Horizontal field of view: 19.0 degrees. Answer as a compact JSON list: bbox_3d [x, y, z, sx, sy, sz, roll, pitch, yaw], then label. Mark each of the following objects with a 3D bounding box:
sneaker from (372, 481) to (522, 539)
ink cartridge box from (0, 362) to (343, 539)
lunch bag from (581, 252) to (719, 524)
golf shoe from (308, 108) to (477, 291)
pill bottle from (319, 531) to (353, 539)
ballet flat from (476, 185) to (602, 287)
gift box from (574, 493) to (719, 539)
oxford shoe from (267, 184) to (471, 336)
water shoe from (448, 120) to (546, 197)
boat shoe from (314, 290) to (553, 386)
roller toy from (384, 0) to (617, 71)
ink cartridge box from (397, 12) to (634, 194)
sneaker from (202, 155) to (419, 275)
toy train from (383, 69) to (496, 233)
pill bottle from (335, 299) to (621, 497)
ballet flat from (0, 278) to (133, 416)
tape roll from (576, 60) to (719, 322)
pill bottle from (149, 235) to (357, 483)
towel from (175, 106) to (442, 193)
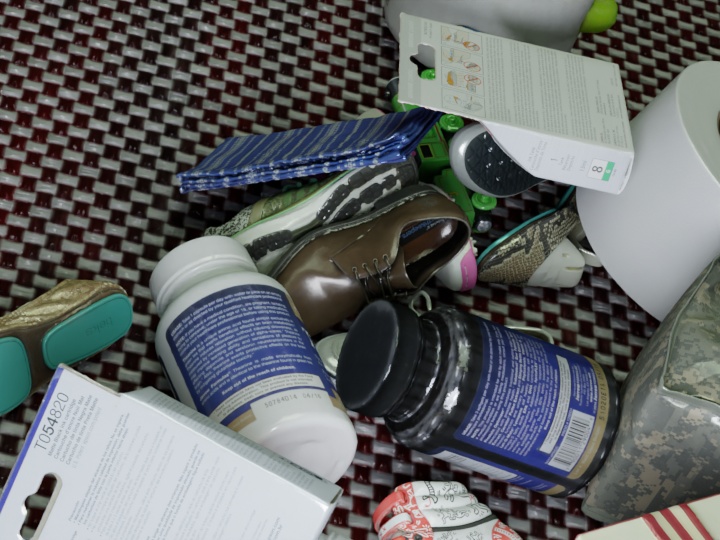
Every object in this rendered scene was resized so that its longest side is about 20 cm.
[{"bbox_3d":[0.029,0.216,1.530,0.201,0.067,0.108,-19,55,-41],"label":"sneaker"},{"bbox_3d":[-0.140,0.183,1.402,0.200,0.200,0.041,28,16,5],"label":"ink cartridge box"},{"bbox_3d":[0.265,0.096,1.678,0.117,0.164,0.200,24,43,0],"label":"lunch bag"},{"bbox_3d":[0.025,-0.048,1.817,0.091,0.075,0.200,-22,53,-20],"label":"golf shoe"},{"bbox_3d":[-0.104,0.183,1.475,0.200,0.112,0.112,26,42,5],"label":"pill bottle"},{"bbox_3d":[0.177,-0.027,1.853,0.075,0.068,0.200,42,41,10],"label":"ballet flat"},{"bbox_3d":[0.227,0.272,1.458,0.184,0.200,0.187,-15,54,-27],"label":"gift box"},{"bbox_3d":[0.000,0.000,1.695,0.200,0.073,0.084,-35,28,-13],"label":"oxford shoe"},{"bbox_3d":[0.126,-0.111,1.879,0.079,0.072,0.200,26,21,35],"label":"water shoe"},{"bbox_3d":[0.061,0.061,1.692,0.202,0.086,0.075,6,44,-17],"label":"boat shoe"},{"bbox_3d":[0.119,-0.256,2.012,0.182,0.140,0.200,-14,47,-46],"label":"roller toy"},{"bbox_3d":[0.124,-0.141,1.802,0.200,0.050,0.161,11,33,-5],"label":"ink cartridge box"},{"bbox_3d":[-0.046,-0.053,1.754,0.200,0.077,0.089,-28,41,-17],"label":"sneaker"},{"bbox_3d":[0.069,-0.106,1.910,0.056,0.042,0.200,-7,48,-15],"label":"toy train"},{"bbox_3d":[0.087,0.092,1.615,0.200,0.112,0.112,21,38,-26],"label":"pill bottle"},{"bbox_3d":[-0.258,0.060,1.593,0.065,0.071,0.200,17,30,39],"label":"ballet flat"},{"bbox_3d":[0.303,-0.059,1.840,0.202,0.139,0.203,25,40,-24],"label":"tape roll"},{"bbox_3d":[-0.087,0.072,1.600,0.111,0.111,0.200,-6,48,-27],"label":"pill bottle"},{"bbox_3d":[-0.040,-0.105,1.772,0.200,0.024,0.145,-7,16,17],"label":"towel"}]
